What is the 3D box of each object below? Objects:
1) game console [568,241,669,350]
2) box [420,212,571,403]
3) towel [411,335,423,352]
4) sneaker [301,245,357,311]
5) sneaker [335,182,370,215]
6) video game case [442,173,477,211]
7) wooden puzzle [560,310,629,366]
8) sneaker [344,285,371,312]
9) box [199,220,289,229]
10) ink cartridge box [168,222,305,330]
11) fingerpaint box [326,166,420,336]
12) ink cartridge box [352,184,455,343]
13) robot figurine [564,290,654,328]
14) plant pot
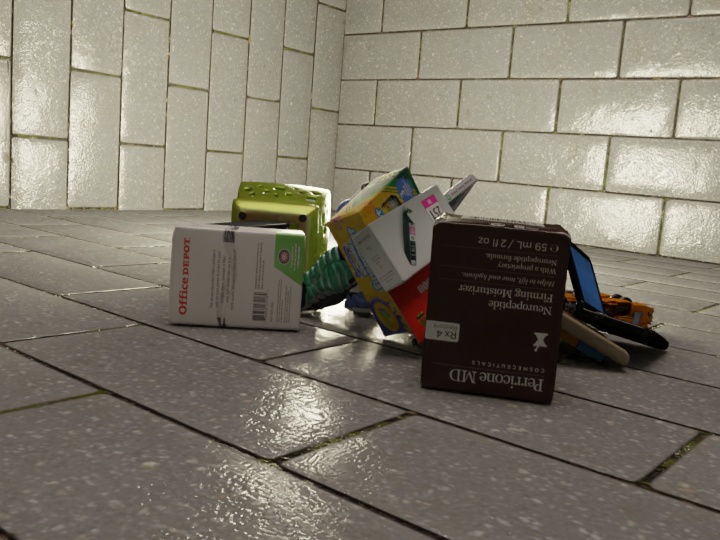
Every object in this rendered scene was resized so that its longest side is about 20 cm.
[{"bbox_3d":[0.404,0.039,1.228,0.173,0.119,0.199,18,0,31],"label":"game console"},{"bbox_3d":[0.169,0.038,0.980,0.162,0.205,0.164,6,8,9],"label":"box"},{"bbox_3d":[0.180,0.104,1.139,0.196,0.035,0.132,5,7,13],"label":"towel"},{"bbox_3d":[-0.037,0.014,1.287,0.087,0.076,0.198,8,-26,-44],"label":"sneaker"},{"bbox_3d":[0.051,-0.073,1.315,0.200,0.116,0.080,47,41,9],"label":"sneaker"},{"bbox_3d":[0.126,-0.079,1.454,0.022,0.201,0.182,41,39,8],"label":"video game case"},{"bbox_3d":[0.307,0.081,1.189,0.183,0.038,0.200,31,6,2],"label":"wooden puzzle"},{"bbox_3d":[0.000,0.000,1.413,0.079,0.118,0.199,5,9,-13],"label":"sneaker"},{"bbox_3d":[-0.201,-0.011,1.334,0.077,0.145,0.199,8,8,22],"label":"box"},{"bbox_3d":[-0.188,0.007,1.188,0.195,0.149,0.084,4,7,-8],"label":"ink cartridge box"},{"bbox_3d":[0.056,-0.031,1.200,0.072,0.203,0.167,-15,20,39],"label":"fingerpaint box"},{"bbox_3d":[0.098,-0.015,1.126,0.043,0.175,0.199,-34,-1,41],"label":"ink cartridge box"},{"bbox_3d":[0.428,0.073,1.427,0.196,0.060,0.145,3,8,-16],"label":"robot figurine"},{"bbox_3d":[-0.165,-0.061,1.552,0.194,0.205,0.182,5,13,0],"label":"plant pot"}]
